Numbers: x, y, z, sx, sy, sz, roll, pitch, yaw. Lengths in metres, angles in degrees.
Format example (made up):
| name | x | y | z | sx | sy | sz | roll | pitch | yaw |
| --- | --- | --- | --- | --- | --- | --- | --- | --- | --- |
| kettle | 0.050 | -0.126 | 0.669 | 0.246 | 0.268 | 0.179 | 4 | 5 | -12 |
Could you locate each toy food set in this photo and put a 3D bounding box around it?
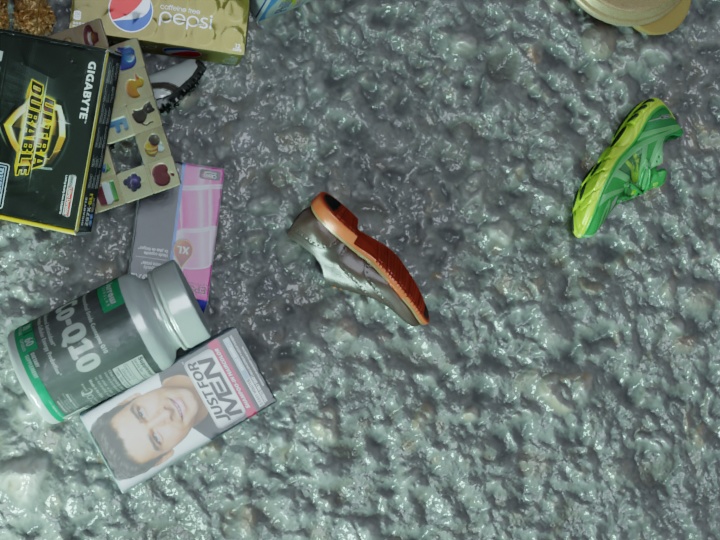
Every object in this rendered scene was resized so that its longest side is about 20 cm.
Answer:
| name | x | y | z | sx | sy | sz | roll | pitch | yaw |
| --- | --- | --- | --- | --- | --- | --- | --- | --- | --- |
| toy food set | 0.329 | -0.399 | 1.680 | 0.198 | 0.049 | 0.200 | 8 | 85 | -12 |

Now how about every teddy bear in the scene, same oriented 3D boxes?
| name | x | y | z | sx | sy | sz | roll | pitch | yaw |
| --- | --- | --- | --- | --- | --- | --- | --- | --- | --- |
| teddy bear | -0.391 | -0.355 | 1.508 | 0.144 | 0.067 | 0.202 | 14 | 85 | -14 |

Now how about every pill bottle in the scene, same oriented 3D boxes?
| name | x | y | z | sx | sy | sz | roll | pitch | yaw |
| --- | --- | --- | --- | --- | --- | --- | --- | --- | --- |
| pill bottle | -0.271 | 0.074 | 1.474 | 0.199 | 0.113 | 0.114 | -27 | 93 | -3 |

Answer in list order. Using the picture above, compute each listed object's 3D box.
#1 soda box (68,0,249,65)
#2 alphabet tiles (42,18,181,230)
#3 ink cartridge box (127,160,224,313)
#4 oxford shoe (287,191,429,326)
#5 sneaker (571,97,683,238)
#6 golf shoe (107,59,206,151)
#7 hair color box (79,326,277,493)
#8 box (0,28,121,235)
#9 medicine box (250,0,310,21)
| name | x | y | z | sx | sy | sz | roll | pitch | yaw |
| --- | --- | --- | --- | --- | --- | --- | --- | --- | --- |
| soda box | -0.229 | -0.285 | 1.542 | 0.198 | 0.064 | 0.068 | 6 | 85 | -13 |
| alphabet tiles | -0.300 | -0.164 | 1.481 | 0.166 | 0.008 | 0.202 | -17 | 88 | 10 |
| ink cartridge box | -0.215 | -0.024 | 1.547 | 0.094 | 0.037 | 0.202 | 8 | 87 | -12 |
| oxford shoe | 0.000 | 0.000 | 1.587 | 0.072 | 0.071 | 0.200 | -41 | 100 | 17 |
| sneaker | 0.328 | -0.118 | 1.651 | 0.083 | 0.074 | 0.201 | 37 | 80 | -4 |
| golf shoe | -0.268 | -0.198 | 1.522 | 0.199 | 0.078 | 0.095 | -34 | 94 | -13 |
| hair color box | -0.205 | 0.155 | 1.526 | 0.199 | 0.061 | 0.100 | -30 | 94 | -12 |
| box | -0.354 | -0.152 | 1.464 | 0.158 | 0.049 | 0.202 | 12 | 94 | 11 |
| medicine box | -0.102 | -0.405 | 1.515 | 0.102 | 0.182 | 0.201 | -26 | 93 | -12 |
